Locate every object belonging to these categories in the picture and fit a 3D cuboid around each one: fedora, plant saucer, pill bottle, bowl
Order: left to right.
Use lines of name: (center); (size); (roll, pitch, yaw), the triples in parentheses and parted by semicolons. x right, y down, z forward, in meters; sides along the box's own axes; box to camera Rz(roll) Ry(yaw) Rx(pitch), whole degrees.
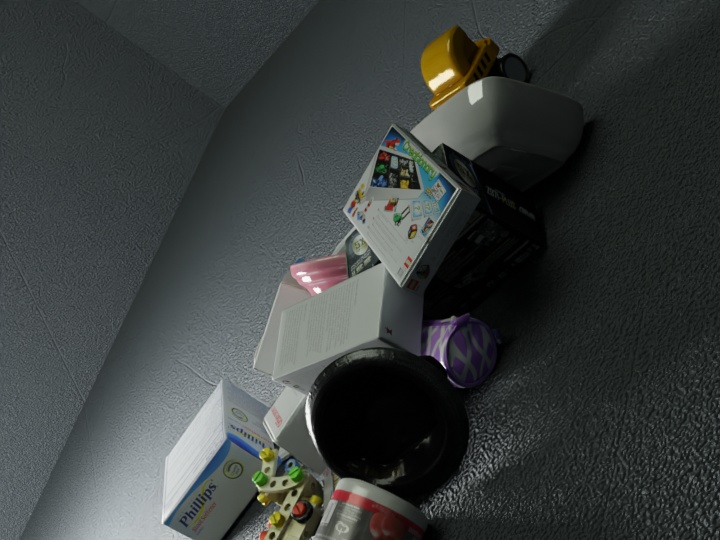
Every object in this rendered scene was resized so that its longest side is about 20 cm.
pill bottle: (-0.012, 0.334, 1.001); (0.110, 0.110, 0.203); (-16, 45, 61)
plant saucer: (0.000, 0.000, 1.352); (0.200, 0.197, 0.052); (-11, 89, 63)
fedora: (0.037, 0.155, 1.064); (0.200, 0.201, 0.092); (-43, 4, 32)
bowl: (0.170, -0.152, 1.210); (0.199, 0.197, 0.076); (-32, 58, 47)

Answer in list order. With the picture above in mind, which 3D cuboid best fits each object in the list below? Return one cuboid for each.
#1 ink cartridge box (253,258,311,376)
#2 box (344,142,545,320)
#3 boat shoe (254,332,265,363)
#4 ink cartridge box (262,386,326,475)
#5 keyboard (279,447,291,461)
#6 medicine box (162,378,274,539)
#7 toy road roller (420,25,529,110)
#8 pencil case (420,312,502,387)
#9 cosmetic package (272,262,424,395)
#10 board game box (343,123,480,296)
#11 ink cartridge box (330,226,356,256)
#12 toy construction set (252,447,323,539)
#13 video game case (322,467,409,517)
ink cartridge box: (-0.097, 0.077, 1.504); (0.200, 0.084, 0.149); (-66, -4, -79)
box: (0.101, -0.034, 1.185); (0.200, 0.162, 0.087); (-44, 35, 33)
boat shoe: (-0.120, 0.093, 1.679); (0.202, 0.071, 0.059); (-56, 14, -6)
ink cartridge box: (-0.040, 0.161, 1.305); (0.201, 0.087, 0.145); (-53, 11, -5)
keyboard: (-0.068, 0.233, 1.430); (0.199, 0.011, 0.057); (-39, 27, 41)
medicine box: (-0.235, 0.316, 1.565); (0.183, 0.102, 0.200); (-53, 21, 12)
toy road roller: (0.150, -0.275, 1.453); (0.122, 0.145, 0.202); (-24, 31, 56)
pencil case: (0.077, 0.093, 1.151); (0.083, 0.087, 0.199); (-35, 16, -30)
cosmetic package: (-0.017, 0.076, 1.156); (0.198, 0.071, 0.103); (-25, 48, 43)
board game box: (0.053, -0.075, 1.095); (0.127, 0.034, 0.201); (-58, 32, 16)
ink cartridge box: (0.027, -0.085, 1.550); (0.200, 0.043, 0.196); (-48, 3, 12)
toy construction set: (-0.113, 0.342, 1.255); (0.129, 0.092, 0.203); (4, 69, 40)
video game case: (0.013, 0.243, 1.201); (0.181, 0.025, 0.201); (-48, 22, 25)
